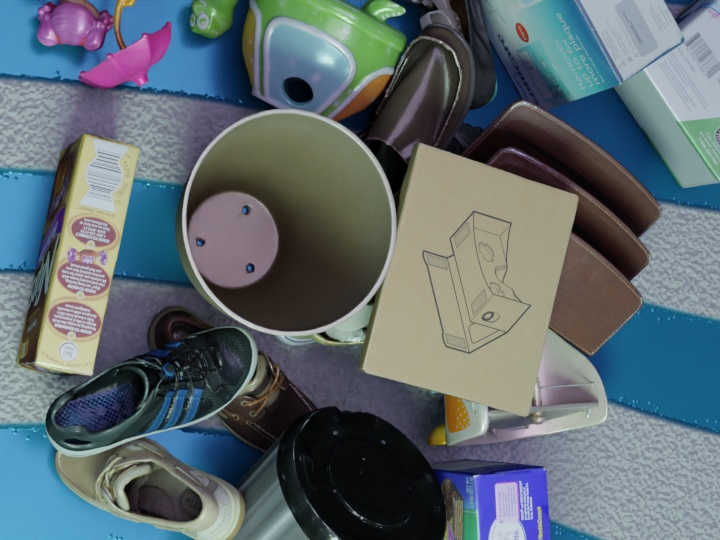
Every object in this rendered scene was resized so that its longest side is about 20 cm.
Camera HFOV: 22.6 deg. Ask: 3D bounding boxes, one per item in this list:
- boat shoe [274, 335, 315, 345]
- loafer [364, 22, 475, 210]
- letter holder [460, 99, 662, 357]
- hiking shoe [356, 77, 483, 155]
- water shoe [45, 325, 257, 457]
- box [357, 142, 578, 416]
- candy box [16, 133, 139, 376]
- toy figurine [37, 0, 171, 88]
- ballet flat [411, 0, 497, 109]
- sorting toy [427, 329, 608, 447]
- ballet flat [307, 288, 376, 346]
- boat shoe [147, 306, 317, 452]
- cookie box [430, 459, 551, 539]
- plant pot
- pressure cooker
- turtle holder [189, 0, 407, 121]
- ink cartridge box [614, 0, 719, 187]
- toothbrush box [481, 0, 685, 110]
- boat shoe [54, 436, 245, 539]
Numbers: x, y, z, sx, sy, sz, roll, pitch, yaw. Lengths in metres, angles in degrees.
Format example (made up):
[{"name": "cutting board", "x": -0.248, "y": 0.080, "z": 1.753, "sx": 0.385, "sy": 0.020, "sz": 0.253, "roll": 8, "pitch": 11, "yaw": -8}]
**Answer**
[{"name": "boat shoe", "x": 0.000, "y": 0.000, "z": 1.682, "sx": 0.199, "sy": 0.062, "sz": 0.072, "roll": -36, "pitch": 98, "yaw": -17}, {"name": "loafer", "x": 0.046, "y": -0.125, "z": 1.629, "sx": 0.073, "sy": 0.071, "sz": 0.202, "roll": 25, "pitch": 112, "yaw": 15}, {"name": "letter holder", "x": 0.182, "y": -0.042, "z": 1.658, "sx": 0.199, "sy": 0.101, "sz": 0.142, "roll": 34, "pitch": 114, "yaw": -25}, {"name": "hiking shoe", "x": 0.085, "y": -0.095, "z": 1.722, "sx": 0.199, "sy": 0.076, "sz": 0.101, "roll": 38, "pitch": 89, "yaw": -8}, {"name": "water shoe", "x": -0.172, "y": 0.102, "z": 1.535, "sx": 0.199, "sy": 0.079, "sz": 0.072, "roll": -26, "pitch": 81, "yaw": -18}, {"name": "box", "x": 0.096, "y": 0.009, "z": 1.556, "sx": 0.162, "sy": 0.021, "sz": 0.202, "roll": 16, "pitch": 84, "yaw": -19}, {"name": "candy box", "x": -0.248, "y": -0.010, "z": 1.569, "sx": 0.056, "sy": 0.117, "sz": 0.202, "roll": 12, "pitch": 82, "yaw": -18}, {"name": "toy figurine", "x": -0.232, "y": -0.257, "z": 1.597, "sx": 0.198, "sy": 0.150, "sz": 0.186, "roll": 9, "pitch": 93, "yaw": 4}, {"name": "ballet flat", "x": 0.082, "y": -0.247, "z": 1.690, "sx": 0.068, "sy": 0.068, "sz": 0.202, "roll": 13, "pitch": 55, "yaw": -45}, {"name": "sorting toy", "x": 0.124, "y": 0.068, "z": 1.691, "sx": 0.199, "sy": 0.106, "sz": 0.182, "roll": 2, "pitch": 75, "yaw": -49}, {"name": "ballet flat", "x": 0.040, "y": 0.031, "z": 1.595, "sx": 0.198, "sy": 0.071, "sz": 0.072, "roll": -10, "pitch": 90, "yaw": 15}, {"name": "boat shoe", "x": -0.105, "y": 0.105, "z": 1.634, "sx": 0.200, "sy": 0.072, "sz": 0.072, "roll": 42, "pitch": 75, "yaw": -12}, {"name": "cookie box", "x": 0.103, "y": 0.262, "z": 1.629, "sx": 0.074, "sy": 0.200, "sz": 0.173, "roll": -2, "pitch": 86, "yaw": -17}, {"name": "plant pot", "x": -0.088, "y": -0.035, "z": 1.581, "sx": 0.185, "sy": 0.200, "sz": 0.190, "roll": 1, "pitch": 87, "yaw": -19}, {"name": "pressure cooker", "x": -0.039, "y": 0.240, "z": 1.585, "sx": 0.177, "sy": 0.200, "sz": 0.177, "roll": 3, "pitch": 52, "yaw": -41}, {"name": "turtle holder", "x": -0.054, "y": -0.211, "z": 1.639, "sx": 0.184, "sy": 0.141, "sz": 0.133, "roll": 24, "pitch": 96, "yaw": -25}, {"name": "ink cartridge box", "x": 0.370, "y": -0.201, "z": 1.810, "sx": 0.200, "sy": 0.087, "sz": 0.146, "roll": -40, "pitch": 100, "yaw": -15}, {"name": "toothbrush box", "x": 0.196, "y": -0.242, "z": 1.693, "sx": 0.085, "sy": 0.200, "sz": 0.147, "roll": -32, "pitch": 98, "yaw": -17}, {"name": "boat shoe", "x": -0.193, "y": 0.181, "z": 1.545, "sx": 0.065, "sy": 0.199, "sz": 0.073, "roll": 28, "pitch": 81, "yaw": -58}]
